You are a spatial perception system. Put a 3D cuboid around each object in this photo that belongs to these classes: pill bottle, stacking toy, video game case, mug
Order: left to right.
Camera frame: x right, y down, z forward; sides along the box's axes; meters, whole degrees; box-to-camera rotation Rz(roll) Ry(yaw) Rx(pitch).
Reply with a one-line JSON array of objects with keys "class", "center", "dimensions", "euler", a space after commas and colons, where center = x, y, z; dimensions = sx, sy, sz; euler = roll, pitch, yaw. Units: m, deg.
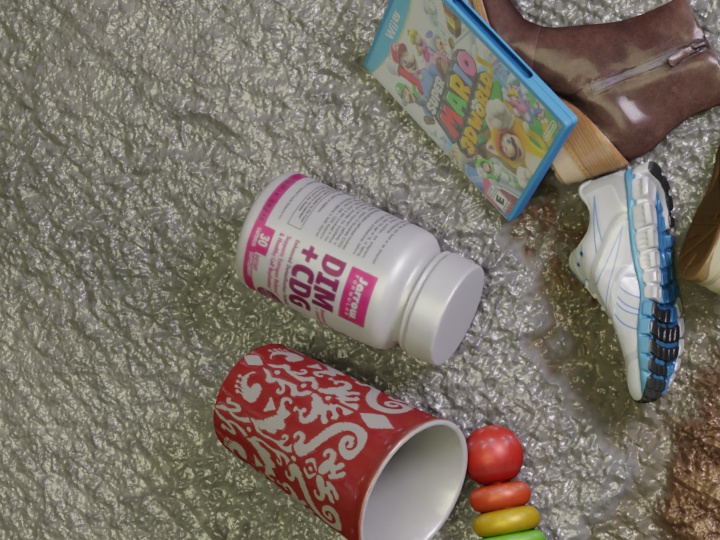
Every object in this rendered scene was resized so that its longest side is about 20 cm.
[{"class": "mug", "center": [-0.028, 0.171, 1.444], "dimensions": [0.200, 0.133, 0.178], "euler": [27, 117, 36]}, {"class": "pill bottle", "center": [0.000, 0.000, 1.450], "dimensions": [0.199, 0.113, 0.114], "euler": [24, 100, 20]}, {"class": "video game case", "center": [0.090, -0.154, 1.416], "dimensions": [0.200, 0.018, 0.143], "euler": [49, 147, 15]}, {"class": "stacking toy", "center": [0.130, 0.233, 1.429], "dimensions": [0.085, 0.085, 0.201], "euler": [-13, 79, 22]}]

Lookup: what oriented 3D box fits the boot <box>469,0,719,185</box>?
[{"class": "boot", "center": [0.201, -0.189, 1.397], "dimensions": [0.166, 0.072, 0.200], "euler": [-30, 84, 14]}]

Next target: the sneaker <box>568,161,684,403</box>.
[{"class": "sneaker", "center": [0.221, 0.013, 1.393], "dimensions": [0.086, 0.075, 0.201], "euler": [-7, 82, 30]}]

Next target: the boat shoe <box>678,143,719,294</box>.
[{"class": "boat shoe", "center": [0.328, -0.074, 1.349], "dimensions": [0.064, 0.071, 0.201], "euler": [24, 92, -15]}]
